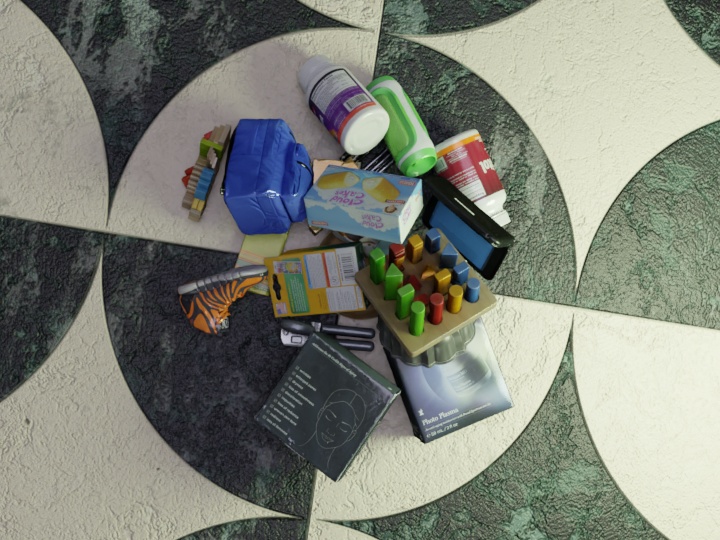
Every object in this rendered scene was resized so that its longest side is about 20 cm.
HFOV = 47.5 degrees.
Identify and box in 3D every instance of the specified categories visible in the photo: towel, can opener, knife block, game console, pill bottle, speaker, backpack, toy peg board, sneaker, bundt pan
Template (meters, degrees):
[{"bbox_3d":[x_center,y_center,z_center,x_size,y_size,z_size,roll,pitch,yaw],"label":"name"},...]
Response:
[{"bbox_3d":[-0.197,-0.054,1.670,0.085,0.018,0.203,18,85,-8],"label":"towel"},{"bbox_3d":[-0.066,0.133,1.650,0.196,0.066,0.054,7,85,-10],"label":"can opener"},{"bbox_3d":[-0.016,-0.169,1.666,0.172,0.064,0.204,4,86,-4],"label":"knife block"},{"bbox_3d":[0.188,-0.078,1.587,0.200,0.175,0.117,42,110,17],"label":"game console"},{"bbox_3d":[-0.040,-0.334,1.623,0.111,0.112,0.201,-35,63,-6],"label":"pill bottle"},{"bbox_3d":[0.078,-0.290,1.647,0.087,0.089,0.202,-24,71,-6],"label":"speaker"},{"bbox_3d":[-0.174,-0.190,1.593,0.165,0.163,0.203,-1,62,3],"label":"backpack"},{"bbox_3d":[0.120,0.015,1.497,0.197,0.098,0.201,-28,61,-16],"label":"toy peg board"},{"bbox_3d":[0.036,-0.054,1.630,0.197,0.085,0.074,22,84,-7],"label":"sneaker"},{"bbox_3d":[-0.260,0.059,1.621,0.197,0.078,0.114,-15,97,20],"label":"sneaker"},{"bbox_3d":[0.124,0.079,1.569,0.198,0.076,0.204,-5,52,7],"label":"bundt pan"},{"bbox_3d":[0.227,-0.174,1.665,0.112,0.113,0.203,-24,90,-6],"label":"pill bottle"}]

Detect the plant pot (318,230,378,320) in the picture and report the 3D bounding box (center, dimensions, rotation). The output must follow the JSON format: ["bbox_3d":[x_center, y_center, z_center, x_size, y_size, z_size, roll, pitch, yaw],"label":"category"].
[{"bbox_3d":[0.000,0.000,1.679,0.196,0.027,0.204,0,87,-6],"label":"plant pot"}]

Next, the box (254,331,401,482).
[{"bbox_3d":[-0.059,0.253,1.550,0.199,0.124,0.198,36,93,9],"label":"box"}]

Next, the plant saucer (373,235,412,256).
[{"bbox_3d":[0.117,-0.027,1.630,0.198,0.019,0.070,22,113,-26],"label":"plant saucer"}]

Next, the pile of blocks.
[{"bbox_3d":[-0.319,-0.203,1.632,0.061,0.082,0.203,19,86,-4],"label":"pile of blocks"}]

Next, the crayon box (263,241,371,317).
[{"bbox_3d":[-0.084,0.019,1.619,0.197,0.052,0.128,-6,103,20],"label":"crayon box"}]

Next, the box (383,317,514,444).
[{"bbox_3d":[0.172,0.211,1.636,0.197,0.123,0.201,-21,88,-6],"label":"box"}]

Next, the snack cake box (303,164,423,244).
[{"bbox_3d":[0.007,-0.127,1.537,0.197,0.068,0.116,12,44,22],"label":"snack cake box"}]
